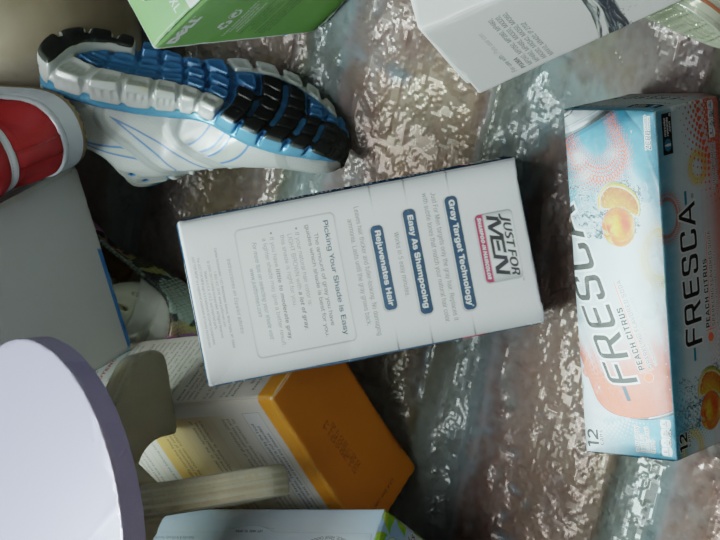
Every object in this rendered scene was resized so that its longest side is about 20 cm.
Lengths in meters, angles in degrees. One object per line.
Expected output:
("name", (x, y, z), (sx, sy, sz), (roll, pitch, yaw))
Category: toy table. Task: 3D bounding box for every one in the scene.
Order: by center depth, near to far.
("toy table", (-0.146, 0.138, 1.672), (0.184, 0.117, 0.200), (0, 91, 39))

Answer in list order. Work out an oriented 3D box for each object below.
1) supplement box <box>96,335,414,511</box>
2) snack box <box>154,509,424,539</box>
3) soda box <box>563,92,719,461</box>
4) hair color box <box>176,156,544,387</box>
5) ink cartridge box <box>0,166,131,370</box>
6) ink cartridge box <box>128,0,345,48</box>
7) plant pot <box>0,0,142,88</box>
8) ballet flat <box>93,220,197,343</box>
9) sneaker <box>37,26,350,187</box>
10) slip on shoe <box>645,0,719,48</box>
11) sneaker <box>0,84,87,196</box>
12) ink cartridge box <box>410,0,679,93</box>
("supplement box", (-0.083, 0.107, 1.781), (0.200, 0.074, 0.126), (-6, 127, 40))
("snack box", (-0.028, 0.197, 1.743), (0.200, 0.142, 0.053), (-4, 59, 39))
("soda box", (0.163, 0.003, 1.591), (0.064, 0.068, 0.200), (2, 101, 39))
("hair color box", (0.000, 0.000, 1.659), (0.200, 0.061, 0.100), (-11, 93, -1))
("ink cartridge box", (-0.272, 0.017, 1.808), (0.200, 0.125, 0.129), (-3, 111, 40))
("ink cartridge box", (-0.098, -0.192, 1.682), (0.059, 0.200, 0.104), (-40, 73, 37))
("plant pot", (-0.222, -0.193, 1.812), (0.200, 0.200, 0.174), (-4, 114, 40))
("ballet flat", (-0.169, 0.012, 1.863), (0.200, 0.071, 0.069), (38, 104, 28))
("sneaker", (-0.106, -0.087, 1.762), (0.200, 0.075, 0.087), (15, 126, 1))
("slip on shoe", (0.145, -0.188, 1.580), (0.200, 0.074, 0.061), (32, 83, 37))
("sneaker", (-0.274, -0.071, 1.745), (0.200, 0.112, 0.071), (1, 112, 43))
("ink cartridge box", (0.115, -0.207, 1.510), (0.200, 0.084, 0.145), (-24, 61, 17))
